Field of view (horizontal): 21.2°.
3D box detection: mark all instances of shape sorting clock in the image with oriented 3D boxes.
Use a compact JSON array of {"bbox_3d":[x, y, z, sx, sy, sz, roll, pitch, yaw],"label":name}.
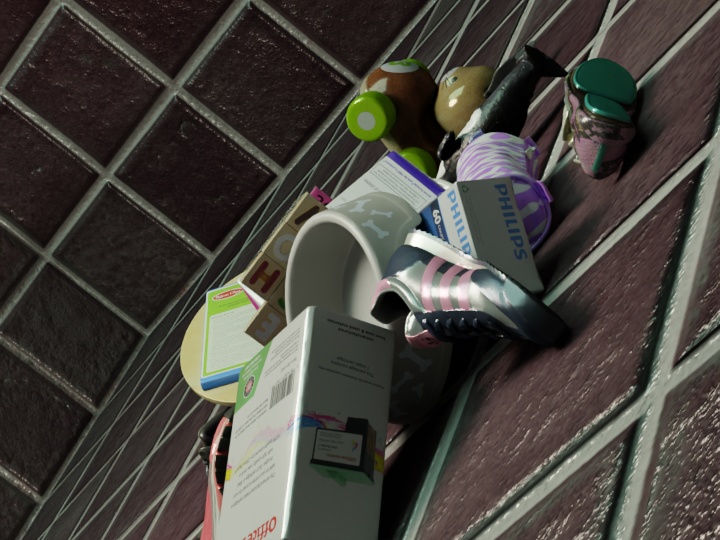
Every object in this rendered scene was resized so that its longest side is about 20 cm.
[{"bbox_3d":[-0.089,0.058,1.919,0.198,0.039,0.201,-17,44,17],"label":"shape sorting clock"}]

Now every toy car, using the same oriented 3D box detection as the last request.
[{"bbox_3d":[0.111,-0.204,2.219,0.199,0.158,0.164,-34,6,30],"label":"toy car"}]

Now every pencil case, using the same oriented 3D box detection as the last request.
[{"bbox_3d":[0.131,-0.070,1.745,0.085,0.084,0.200,-27,15,10],"label":"pencil case"}]

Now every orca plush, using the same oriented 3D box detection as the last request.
[{"bbox_3d":[0.153,-0.129,2.003,0.200,0.071,0.105,-48,-36,2],"label":"orca plush"}]

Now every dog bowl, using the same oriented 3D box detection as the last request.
[{"bbox_3d":[0.001,0.035,1.634,0.058,0.202,0.200,-7,-18,-30],"label":"dog bowl"}]

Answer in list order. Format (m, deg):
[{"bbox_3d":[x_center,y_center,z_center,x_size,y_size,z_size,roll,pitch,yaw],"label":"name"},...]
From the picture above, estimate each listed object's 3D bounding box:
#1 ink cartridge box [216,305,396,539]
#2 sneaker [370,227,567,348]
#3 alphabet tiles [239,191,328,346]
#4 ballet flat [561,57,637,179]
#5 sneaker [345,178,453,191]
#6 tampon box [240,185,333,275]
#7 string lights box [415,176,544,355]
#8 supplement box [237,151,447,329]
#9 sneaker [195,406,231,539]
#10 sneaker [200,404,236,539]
[{"bbox_3d":[-0.045,0.153,1.528,0.145,0.083,0.202,-42,36,53],"label":"ink cartridge box"},{"bbox_3d":[0.080,0.034,1.469,0.082,0.070,0.200,-54,32,-6],"label":"sneaker"},{"bbox_3d":[-0.010,0.022,1.748,0.168,0.200,0.008,-52,32,0],"label":"alphabet tiles"},{"bbox_3d":[0.203,-0.128,1.660,0.200,0.068,0.072,-76,5,-69],"label":"ballet flat"},{"bbox_3d":[0.078,-0.047,1.968,0.199,0.099,0.071,11,79,46],"label":"sneaker"},{"bbox_3d":[-0.060,0.039,2.074,0.201,0.149,0.126,-54,7,-13],"label":"tampon box"},{"bbox_3d":[0.071,0.008,1.627,0.058,0.104,0.200,-6,-19,-29],"label":"string lights box"},{"bbox_3d":[0.000,0.000,1.815,0.200,0.102,0.103,-40,41,-9],"label":"supplement box"},{"bbox_3d":[-0.127,0.203,1.900,0.200,0.114,0.076,-48,7,40],"label":"sneaker"},{"bbox_3d":[-0.112,0.213,1.630,0.087,0.073,0.202,-28,56,52],"label":"sneaker"}]
